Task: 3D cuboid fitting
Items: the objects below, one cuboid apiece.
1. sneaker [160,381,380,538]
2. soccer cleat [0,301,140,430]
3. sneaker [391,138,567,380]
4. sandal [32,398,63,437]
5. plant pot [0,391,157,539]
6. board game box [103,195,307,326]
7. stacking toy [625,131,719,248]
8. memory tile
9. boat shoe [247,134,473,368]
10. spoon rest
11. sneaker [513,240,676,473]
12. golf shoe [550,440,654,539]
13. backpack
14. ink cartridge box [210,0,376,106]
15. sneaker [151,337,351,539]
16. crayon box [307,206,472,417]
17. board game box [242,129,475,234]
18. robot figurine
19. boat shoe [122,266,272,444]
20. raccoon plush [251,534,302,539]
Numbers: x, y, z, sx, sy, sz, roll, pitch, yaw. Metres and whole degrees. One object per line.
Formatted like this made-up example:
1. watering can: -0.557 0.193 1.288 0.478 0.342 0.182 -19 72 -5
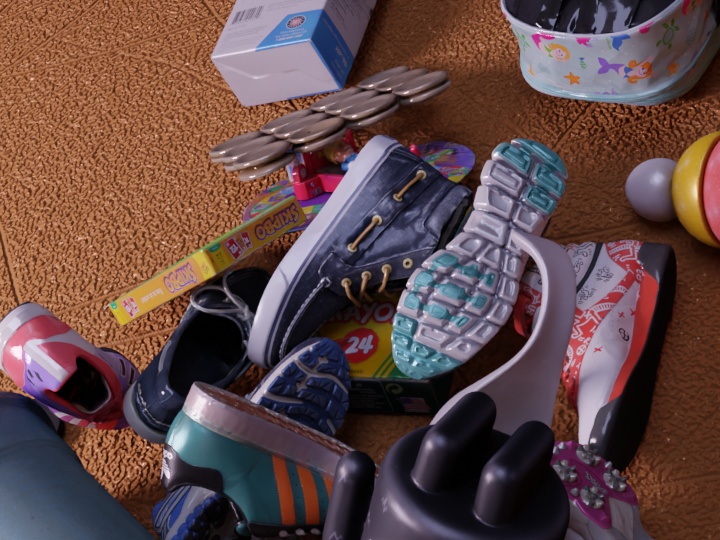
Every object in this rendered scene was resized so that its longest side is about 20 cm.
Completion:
1. sneaker: -0.046 0.151 1.070 0.081 0.198 0.071 -62 17 3
2. soccer cleat: -0.201 0.088 1.151 0.073 0.200 0.068 38 83 27
3. sneaker: 0.089 0.004 1.142 0.077 0.091 0.201 32 70 12
4. sandal: -0.337 0.146 1.249 0.198 0.045 0.076 -23 47 1
5. plant pot: -0.221 0.220 1.056 0.195 0.201 0.200 32 67 28
6. board game box: -0.127 -0.004 1.227 0.095 0.030 0.199 -33 7 -34
7. stacking toy: 0.283 -0.062 1.155 0.199 0.147 0.147 7 52 47
8. memory tile: -0.027 -0.127 1.319 0.198 0.017 0.153 -25 15 -13
9. boat shoe: 0.000 0.000 1.154 0.090 0.071 0.201 30 80 17
10. spoon rest: 0.100 0.078 1.061 0.060 0.098 0.202 29 104 58
11. sneaker: 0.157 0.060 1.120 0.107 0.068 0.203 4 49 25
12. golf shoe: 0.167 0.206 0.998 0.201 0.075 0.092 52 124 27
13. backpack: 0.214 -0.222 1.276 0.176 0.152 0.201 12 49 32
14. ink cartridge box: -0.048 -0.254 1.449 0.115 0.068 0.202 -5 50 32
15. sneaker: -0.088 0.125 1.134 0.201 0.077 0.085 -53 38 -5
16. crayon box: 0.021 0.016 1.218 0.125 0.051 0.202 -1 51 21
17. board game box: -0.007 -0.085 1.273 0.197 0.039 0.158 -12 20 11
18. robot figurine: 0.059 0.178 0.967 0.123 0.202 0.151 -2 34 -23
19. boat shoe: -0.111 0.052 1.187 0.062 0.075 0.200 -41 3 39
20. raccoon plush: -0.067 0.229 1.006 0.096 0.134 0.201 -30 51 -3
